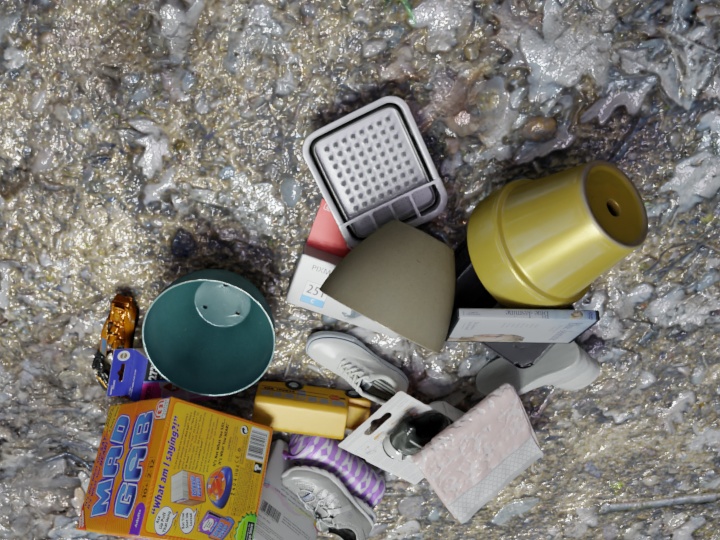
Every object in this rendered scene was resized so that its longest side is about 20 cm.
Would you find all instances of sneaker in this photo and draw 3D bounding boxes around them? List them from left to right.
[{"bbox_3d":[-0.056,0.409,1.240,0.200,0.082,0.075,38,132,-13],"label":"sneaker"},{"bbox_3d":[-0.002,0.168,1.219,0.200,0.071,0.073,27,112,-12],"label":"sneaker"},{"bbox_3d":[0.143,0.284,1.206,0.200,0.067,0.091,11,127,-18],"label":"sneaker"},{"bbox_3d":[0.307,0.184,1.226,0.200,0.074,0.115,-23,144,35],"label":"sneaker"}]

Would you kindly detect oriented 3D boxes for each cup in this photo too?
[{"bbox_3d":[0.059,0.012,1.051,0.200,0.200,0.144,27,90,-12],"label":"cup"}]

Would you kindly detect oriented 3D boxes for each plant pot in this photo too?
[{"bbox_3d":[-0.228,0.077,1.140,0.199,0.135,0.201,0,114,0],"label":"plant pot"},{"bbox_3d":[0.285,-0.054,1.010,0.201,0.201,0.189,37,144,-16],"label":"plant pot"}]

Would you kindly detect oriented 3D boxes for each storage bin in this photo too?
[{"bbox_3d":[0.228,0.046,1.152,0.200,0.094,0.135,34,111,-16],"label":"storage bin"}]

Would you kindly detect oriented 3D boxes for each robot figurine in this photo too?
[{"bbox_3d":[-0.378,0.141,1.210,0.145,0.058,0.200,11,114,-8],"label":"robot figurine"}]

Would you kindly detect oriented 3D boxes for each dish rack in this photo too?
[{"bbox_3d":[0.022,-0.147,1.082,0.171,0.044,0.200,-25,113,5],"label":"dish rack"}]

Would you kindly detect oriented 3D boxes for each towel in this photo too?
[{"bbox_3d":[0.201,0.305,1.190,0.200,0.032,0.191,-37,123,-8],"label":"towel"}]

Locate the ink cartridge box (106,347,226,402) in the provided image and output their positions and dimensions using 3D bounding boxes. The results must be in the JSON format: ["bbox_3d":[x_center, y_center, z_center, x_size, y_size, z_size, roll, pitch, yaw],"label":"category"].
[{"bbox_3d":[-0.311,0.173,1.194,0.200,0.037,0.095,3,117,-30],"label":"ink cartridge box"}]

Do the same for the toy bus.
[{"bbox_3d":[-0.083,0.242,1.244,0.199,0.078,0.065,9,106,-4],"label":"toy bus"}]

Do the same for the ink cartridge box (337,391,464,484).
[{"bbox_3d":[0.080,0.283,1.262,0.200,0.050,0.161,34,111,-29],"label":"ink cartridge box"}]

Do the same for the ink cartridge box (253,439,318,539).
[{"bbox_3d":[-0.146,0.424,1.263,0.084,0.200,0.145,-33,112,32],"label":"ink cartridge box"}]

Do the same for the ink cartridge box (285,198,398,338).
[{"bbox_3d":[0.000,0.000,1.156,0.200,0.045,0.177,19,114,-8],"label":"ink cartridge box"}]

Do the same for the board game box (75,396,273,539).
[{"bbox_3d":[-0.293,0.331,1.150,0.200,0.201,0.200,-15,147,43],"label":"board game box"}]

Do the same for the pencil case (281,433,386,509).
[{"bbox_3d":[-0.045,0.357,1.298,0.200,0.084,0.086,42,78,-16],"label":"pencil case"}]

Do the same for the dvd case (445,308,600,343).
[{"bbox_3d":[0.231,0.083,1.057,0.199,0.143,0.018,1,70,-1],"label":"dvd case"}]
